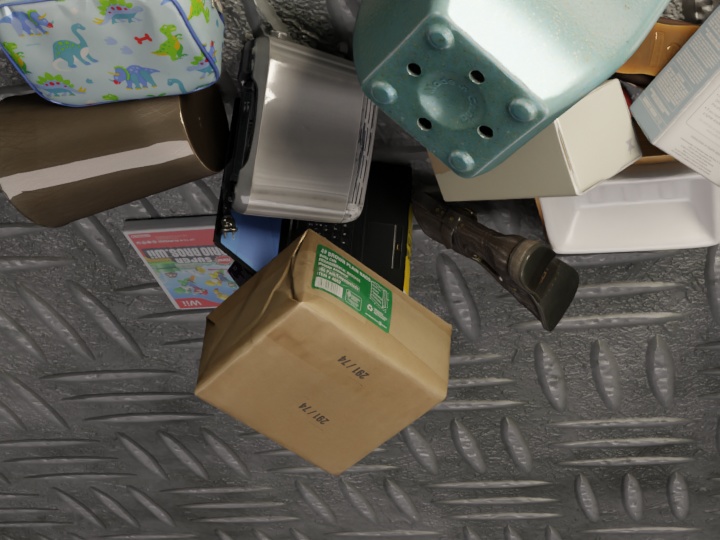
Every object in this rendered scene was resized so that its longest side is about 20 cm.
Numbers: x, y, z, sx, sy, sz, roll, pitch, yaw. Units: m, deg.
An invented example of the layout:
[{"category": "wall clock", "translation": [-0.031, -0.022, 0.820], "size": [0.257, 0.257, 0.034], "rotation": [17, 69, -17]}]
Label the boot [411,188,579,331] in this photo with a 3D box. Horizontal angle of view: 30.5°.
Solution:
[{"category": "boot", "translation": [0.150, -0.019, 1.495], "size": [0.173, 0.070, 0.200], "rotation": [29, 168, 34]}]

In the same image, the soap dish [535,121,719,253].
[{"category": "soap dish", "translation": [0.283, -0.088, 1.379], "size": [0.197, 0.082, 0.158], "rotation": [-4, 150, 15]}]

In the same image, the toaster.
[{"category": "toaster", "translation": [-0.059, -0.123, 1.268], "size": [0.127, 0.204, 0.114], "rotation": [8, -177, -14]}]

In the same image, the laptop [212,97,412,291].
[{"category": "laptop", "translation": [-0.043, -0.069, 1.366], "size": [0.196, 0.180, 0.104], "rotation": [7, 152, -2]}]

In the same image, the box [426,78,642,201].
[{"category": "box", "translation": [0.157, -0.119, 1.242], "size": [0.199, 0.094, 0.079], "rotation": [0, 116, 56]}]

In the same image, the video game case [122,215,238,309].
[{"category": "video game case", "translation": [-0.198, -0.007, 1.664], "size": [0.141, 0.018, 0.201], "rotation": [-3, 150, 13]}]

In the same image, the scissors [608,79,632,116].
[{"category": "scissors", "translation": [0.206, -0.196, 1.273], "size": [0.072, 0.014, 0.200], "rotation": [-8, 147, 27]}]

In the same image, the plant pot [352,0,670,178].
[{"category": "plant pot", "translation": [0.104, -0.194, 1.038], "size": [0.195, 0.201, 0.196], "rotation": [39, 142, -11]}]

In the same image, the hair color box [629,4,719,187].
[{"category": "hair color box", "translation": [0.340, -0.179, 1.148], "size": [0.098, 0.061, 0.200], "rotation": [24, 119, -31]}]

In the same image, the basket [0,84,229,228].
[{"category": "basket", "translation": [-0.244, -0.132, 1.333], "size": [0.197, 0.138, 0.180], "rotation": [-12, 171, 19]}]

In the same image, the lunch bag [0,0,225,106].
[{"category": "lunch bag", "translation": [-0.230, -0.230, 1.206], "size": [0.197, 0.084, 0.161], "rotation": [-5, 150, 17]}]

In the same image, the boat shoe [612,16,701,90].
[{"category": "boat shoe", "translation": [0.271, -0.199, 1.207], "size": [0.197, 0.071, 0.070], "rotation": [16, -171, -22]}]

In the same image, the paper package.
[{"category": "paper package", "translation": [-0.036, 0.087, 1.320], "size": [0.199, 0.104, 0.190], "rotation": [33, 127, -26]}]

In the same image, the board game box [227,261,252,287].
[{"category": "board game box", "translation": [-0.054, 0.065, 1.591], "size": [0.057, 0.200, 0.165], "rotation": [-48, 134, 7]}]

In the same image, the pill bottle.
[{"category": "pill bottle", "translation": [0.000, 0.000, 1.456], "size": [0.110, 0.203, 0.113], "rotation": [4, 152, 2]}]
